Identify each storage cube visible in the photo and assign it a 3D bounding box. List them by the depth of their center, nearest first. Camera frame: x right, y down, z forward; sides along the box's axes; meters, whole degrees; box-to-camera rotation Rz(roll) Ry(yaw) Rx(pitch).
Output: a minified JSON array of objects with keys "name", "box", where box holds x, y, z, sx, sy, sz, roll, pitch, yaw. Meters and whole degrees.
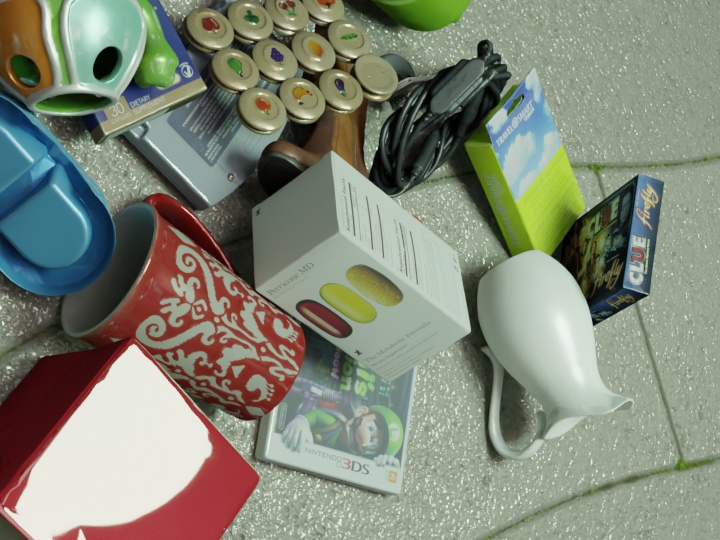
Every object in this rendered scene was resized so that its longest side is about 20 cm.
[{"name":"storage cube","box":[-0.226,0.184,1.120,0.201,0.170,0.180,51,55,-20]}]

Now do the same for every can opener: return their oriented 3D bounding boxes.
[{"name":"can opener","box":[0.087,-0.221,1.514,0.199,0.053,0.068,-16,79,-49]}]

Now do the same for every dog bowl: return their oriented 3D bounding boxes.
[{"name":"dog bowl","box":[-0.293,-0.072,1.159,0.201,0.111,0.050,50,13,-21]}]

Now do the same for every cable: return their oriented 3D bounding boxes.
[{"name":"cable","box":[0.081,-0.159,1.458,0.051,0.163,0.200,42,88,12]}]

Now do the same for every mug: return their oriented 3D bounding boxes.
[{"name":"mug","box":[-0.148,0.028,1.243,0.199,0.132,0.180,36,64,-32]}]

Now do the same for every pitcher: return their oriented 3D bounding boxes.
[{"name":"pitcher","box":[0.190,0.097,1.513,0.121,0.170,0.202,9,53,-62]}]

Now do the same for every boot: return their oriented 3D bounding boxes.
[{"name":"boot","box":[-0.037,-0.164,1.378,0.187,0.068,0.203,24,67,-53]}]

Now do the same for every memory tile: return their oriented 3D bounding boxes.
[{"name":"memory tile","box":[-0.066,-0.214,1.338,0.198,0.017,0.154,-21,71,-38]}]

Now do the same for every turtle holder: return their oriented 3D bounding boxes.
[{"name":"turtle holder","box":[-0.247,-0.202,1.155,0.185,0.139,0.134,36,43,-79]}]

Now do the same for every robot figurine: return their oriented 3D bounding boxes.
[{"name":"robot figurine","box":[0.056,-0.331,1.455,0.200,0.173,0.118,20,78,-65]}]

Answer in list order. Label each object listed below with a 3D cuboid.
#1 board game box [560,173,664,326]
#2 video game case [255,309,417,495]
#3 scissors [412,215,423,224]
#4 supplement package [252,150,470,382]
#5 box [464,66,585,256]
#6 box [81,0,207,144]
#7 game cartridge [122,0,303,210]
[{"name":"board game box","box":[0.282,-0.013,1.555,0.034,0.200,0.137,16,70,-11]},{"name":"video game case","box":[-0.017,0.115,1.400,0.180,0.023,0.203,21,69,-35]},{"name":"scissors","box":[0.012,-0.005,1.450,0.199,0.014,0.074,-22,98,-41]},{"name":"supplement package","box":[0.000,0.000,1.311,0.199,0.113,0.111,36,33,-36]},{"name":"box","box":[0.191,-0.119,1.567,0.122,0.047,0.202,-50,127,-34]},{"name":"box","box":[-0.241,-0.231,1.251,0.120,0.032,0.202,-30,91,-33]},{"name":"game cartridge","box":[-0.140,-0.164,1.343,0.133,0.041,0.201,44,58,-21]}]
